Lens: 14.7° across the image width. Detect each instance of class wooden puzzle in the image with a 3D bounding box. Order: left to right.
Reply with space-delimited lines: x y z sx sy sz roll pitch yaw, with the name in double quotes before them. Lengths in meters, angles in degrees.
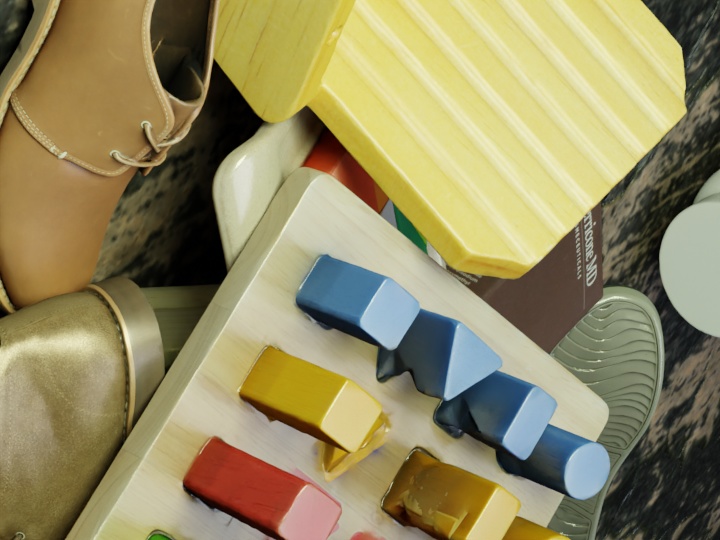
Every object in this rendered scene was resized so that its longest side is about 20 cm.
"wooden puzzle" 0.000 0.000 1.203 0.200 0.037 0.186 -53 137 -60

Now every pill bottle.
"pill bottle" 0.266 -0.024 1.688 0.200 0.112 0.113 -23 137 -51

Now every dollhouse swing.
"dollhouse swing" 0.060 -0.133 1.111 0.200 0.176 0.182 -42 167 -39

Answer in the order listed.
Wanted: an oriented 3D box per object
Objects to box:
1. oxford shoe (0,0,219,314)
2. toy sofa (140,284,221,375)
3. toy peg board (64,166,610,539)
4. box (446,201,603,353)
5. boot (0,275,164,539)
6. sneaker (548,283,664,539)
"oxford shoe" -0.098 -0.058 1.076 0.071 0.071 0.201 -25 140 -51
"toy sofa" -0.047 0.103 1.232 0.098 0.082 0.201 -53 136 -61
"toy peg board" 0.014 0.101 1.109 0.200 0.098 0.200 38 79 -37
"box" 0.036 0.031 1.396 0.200 0.075 0.100 -47 151 -26
"boot" -0.124 0.101 1.126 0.075 0.074 0.201 -15 120 -30
"sneaker" 0.112 0.073 1.546 0.106 0.074 0.201 -87 -167 -58
